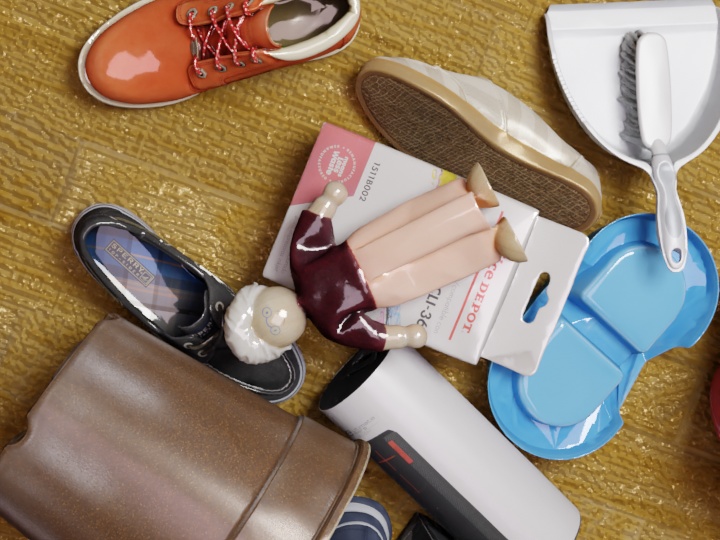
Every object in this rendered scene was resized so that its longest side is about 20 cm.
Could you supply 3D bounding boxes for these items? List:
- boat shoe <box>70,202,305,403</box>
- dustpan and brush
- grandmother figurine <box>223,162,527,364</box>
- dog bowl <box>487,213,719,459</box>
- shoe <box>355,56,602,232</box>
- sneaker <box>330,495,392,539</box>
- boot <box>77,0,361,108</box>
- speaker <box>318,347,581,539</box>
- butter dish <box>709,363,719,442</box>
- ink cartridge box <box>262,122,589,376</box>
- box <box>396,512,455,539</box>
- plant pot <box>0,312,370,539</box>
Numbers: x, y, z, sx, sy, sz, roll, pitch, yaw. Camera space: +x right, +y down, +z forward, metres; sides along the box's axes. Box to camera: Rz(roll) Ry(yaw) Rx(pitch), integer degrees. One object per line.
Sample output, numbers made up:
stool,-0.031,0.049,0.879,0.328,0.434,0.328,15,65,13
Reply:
boat shoe,-0.118,0.027,0.953,0.200,0.066,0.070,44,89,-11
dustpan and brush,0.209,-0.098,0.976,0.139,0.057,0.200,-4,89,-9
grandmother figurine,0.000,0.000,0.893,0.200,0.061,0.121,-28,78,4
dog bowl,0.172,0.045,1.009,0.111,0.050,0.200,41,89,-11
shoe,0.087,-0.096,0.980,0.200,0.070,0.053,31,49,-7
sneaker,-0.044,0.245,1.000,0.070,0.109,0.200,34,122,-14
boot,-0.094,-0.158,0.914,0.200,0.107,0.075,-17,101,-5
speaker,0.064,0.135,0.989,0.081,0.081,0.200,-45,102,-1
butter dish,0.327,0.125,0.993,0.200,0.200,0.148,30,115,-10
ink cartridge box,0.048,-0.011,0.948,0.200,0.067,0.117,22,93,6
box,0.016,0.283,0.961,0.050,0.158,0.200,35,92,-11
plant pot,-0.131,0.144,0.912,0.198,0.200,0.200,34,91,-4
